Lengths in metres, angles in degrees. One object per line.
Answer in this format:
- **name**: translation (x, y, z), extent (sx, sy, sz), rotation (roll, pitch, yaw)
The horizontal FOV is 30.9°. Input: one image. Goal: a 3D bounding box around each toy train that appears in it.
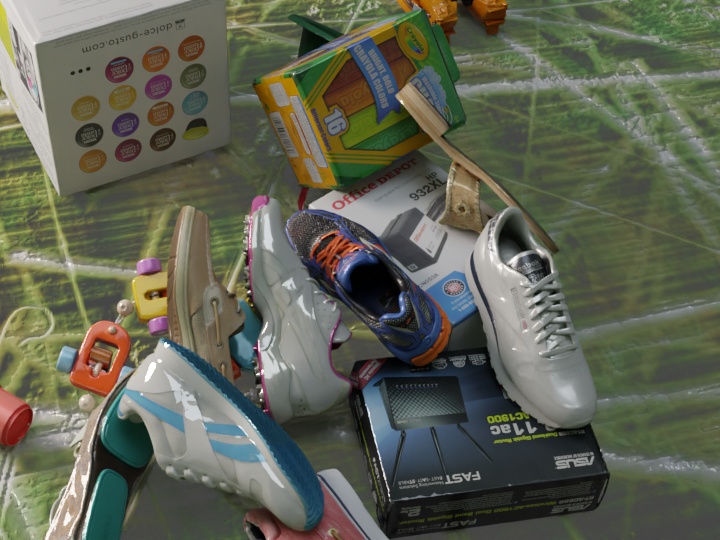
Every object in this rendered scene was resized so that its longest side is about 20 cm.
- **toy train**: translation (-0.166, 0.075, 1.188), extent (0.198, 0.056, 0.152), rotation (15, 73, -5)

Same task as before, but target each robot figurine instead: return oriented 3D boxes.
- **robot figurine**: translation (0.091, -0.364, 1.618), extent (0.144, 0.058, 0.201), rotation (-16, 51, -20)

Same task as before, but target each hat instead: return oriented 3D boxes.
- **hat**: translation (-0.043, -0.172, 1.453), extent (0.165, 0.177, 0.200), rotation (30, 13, 23)

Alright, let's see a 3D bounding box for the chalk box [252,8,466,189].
- **chalk box**: translation (0.017, -0.179, 1.304), extent (0.199, 0.126, 0.124), rotation (-30, 16, -18)

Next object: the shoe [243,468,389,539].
- **shoe**: translation (-0.013, 0.248, 1.029), extent (0.090, 0.072, 0.200), rotation (-22, 48, -23)

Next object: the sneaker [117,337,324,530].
- **sneaker**: translation (-0.110, 0.145, 1.048), extent (0.200, 0.076, 0.081), rotation (40, 93, 22)

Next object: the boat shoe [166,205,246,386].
- **boat shoe**: translation (-0.134, 0.044, 1.140), extent (0.064, 0.071, 0.202), rotation (0, 85, -14)

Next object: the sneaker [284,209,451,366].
- **sneaker**: translation (0.000, 0.000, 1.159), extent (0.200, 0.078, 0.075), rotation (38, 85, 34)

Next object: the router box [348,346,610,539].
- **router box**: translation (0.099, 0.144, 1.138), extent (0.198, 0.062, 0.151), rotation (-6, 49, -12)

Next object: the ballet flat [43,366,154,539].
- **ballet flat**: translation (-0.219, 0.166, 1.085), extent (0.067, 0.068, 0.201), rotation (-18, 37, 32)

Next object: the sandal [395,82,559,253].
- **sandal**: translation (0.092, -0.076, 1.230), extent (0.070, 0.078, 0.212), rotation (-42, 86, 9)

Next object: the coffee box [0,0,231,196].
- **coffee box**: translation (-0.265, -0.235, 1.362), extent (0.198, 0.199, 0.200), rotation (-20, 50, -21)

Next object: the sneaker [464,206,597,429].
- **sneaker**: translation (0.151, 0.042, 1.131), extent (0.076, 0.081, 0.201), rotation (-12, 62, -26)

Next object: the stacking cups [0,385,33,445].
- **stacking cups**: translation (-0.380, 0.095, 1.144), extent (0.199, 0.061, 0.061), rotation (30, 51, 16)

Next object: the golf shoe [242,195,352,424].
- **golf shoe**: translation (-0.056, 0.032, 1.148), extent (0.091, 0.075, 0.202), rotation (-7, 84, -3)

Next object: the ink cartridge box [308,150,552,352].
- **ink cartridge box**: translation (0.063, -0.013, 1.268), extent (0.145, 0.084, 0.200), rotation (-32, 57, -30)
